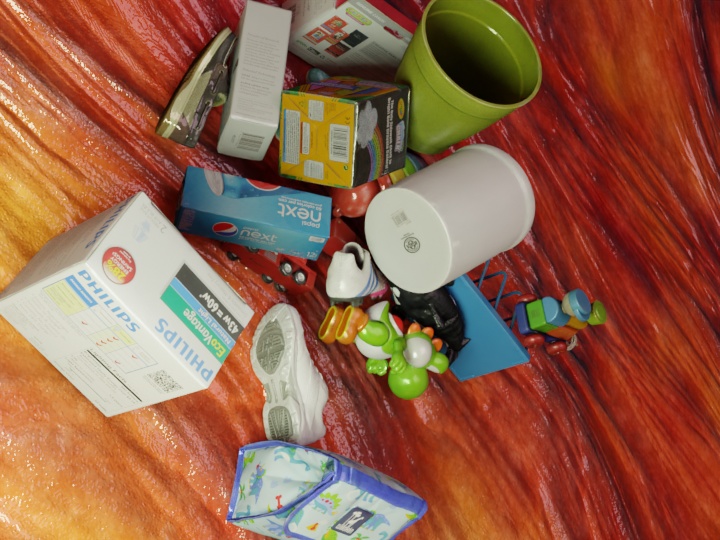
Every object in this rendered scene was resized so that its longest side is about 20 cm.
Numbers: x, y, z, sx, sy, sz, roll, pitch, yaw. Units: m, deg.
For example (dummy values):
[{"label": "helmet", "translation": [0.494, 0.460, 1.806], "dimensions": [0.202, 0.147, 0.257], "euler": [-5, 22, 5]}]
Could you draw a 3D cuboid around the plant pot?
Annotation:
[{"label": "plant pot", "translation": [0.133, -0.275, 1.599], "dimensions": [0.200, 0.193, 0.201], "euler": [13, 59, -23]}]

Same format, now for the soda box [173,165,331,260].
[{"label": "soda box", "translation": [-0.142, -0.075, 1.425], "dimensions": [0.199, 0.064, 0.068], "euler": [12, 57, -15]}]

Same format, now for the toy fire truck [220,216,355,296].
[{"label": "toy fire truck", "translation": [-0.101, -0.044, 1.534], "dimensions": [0.200, 0.049, 0.141], "euler": [35, 51, -32]}]

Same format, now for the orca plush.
[{"label": "orca plush", "translation": [0.106, 0.076, 1.618], "dimensions": [0.071, 0.105, 0.200], "euler": [-104, 173, -56]}]

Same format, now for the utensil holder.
[{"label": "utensil holder", "translation": [0.128, -0.074, 1.552], "dimensions": [0.200, 0.170, 0.170], "euler": [-30, 98, -42]}]

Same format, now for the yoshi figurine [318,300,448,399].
[{"label": "yoshi figurine", "translation": [0.037, 0.128, 1.567], "dimensions": [0.200, 0.112, 0.113], "euler": [25, 35, -26]}]

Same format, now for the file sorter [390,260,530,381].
[{"label": "file sorter", "translation": [0.174, 0.055, 1.731], "dimensions": [0.200, 0.139, 0.123], "euler": [50, 41, -23]}]

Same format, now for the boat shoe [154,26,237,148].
[{"label": "boat shoe", "translation": [-0.214, -0.248, 1.470], "dimensions": [0.065, 0.073, 0.200], "euler": [35, 61, -18]}]

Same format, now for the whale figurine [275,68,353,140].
[{"label": "whale figurine", "translation": [-0.045, -0.237, 1.627], "dimensions": [0.200, 0.104, 0.160], "euler": [-3, 78, -46]}]

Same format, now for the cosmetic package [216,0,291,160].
[{"label": "cosmetic package", "translation": [-0.150, -0.269, 1.517], "dimensions": [0.074, 0.102, 0.201], "euler": [10, 63, -16]}]

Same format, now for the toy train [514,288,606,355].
[{"label": "toy train", "translation": [0.345, 0.082, 1.722], "dimensions": [0.200, 0.116, 0.085], "euler": [19, 57, -47]}]

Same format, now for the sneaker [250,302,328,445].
[{"label": "sneaker", "translation": [-0.090, 0.144, 1.467], "dimensions": [0.099, 0.078, 0.201], "euler": [0, 84, -54]}]

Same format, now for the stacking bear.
[{"label": "stacking bear", "translation": [0.028, -0.130, 1.633], "dimensions": [0.114, 0.122, 0.200], "euler": [46, 36, 20]}]

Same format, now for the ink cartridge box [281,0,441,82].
[{"label": "ink cartridge box", "translation": [0.004, -0.374, 1.679], "dimensions": [0.200, 0.175, 0.084], "euler": [26, 57, -39]}]

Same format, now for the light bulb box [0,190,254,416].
[{"label": "light bulb box", "translation": [-0.266, 0.044, 1.208], "dimensions": [0.198, 0.200, 0.125], "euler": [50, 45, -22]}]

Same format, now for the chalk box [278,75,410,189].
[{"label": "chalk box", "translation": [-0.011, -0.202, 1.516], "dimensions": [0.200, 0.124, 0.125], "euler": [-29, 126, -56]}]

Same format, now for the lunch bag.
[{"label": "lunch bag", "translation": [-0.041, 0.288, 1.358], "dimensions": [0.170, 0.200, 0.128], "euler": [30, 55, -38]}]

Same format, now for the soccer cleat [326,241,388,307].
[{"label": "soccer cleat", "translation": [0.000, 0.000, 1.556], "dimensions": [0.200, 0.070, 0.087], "euler": [-26, 119, -77]}]
